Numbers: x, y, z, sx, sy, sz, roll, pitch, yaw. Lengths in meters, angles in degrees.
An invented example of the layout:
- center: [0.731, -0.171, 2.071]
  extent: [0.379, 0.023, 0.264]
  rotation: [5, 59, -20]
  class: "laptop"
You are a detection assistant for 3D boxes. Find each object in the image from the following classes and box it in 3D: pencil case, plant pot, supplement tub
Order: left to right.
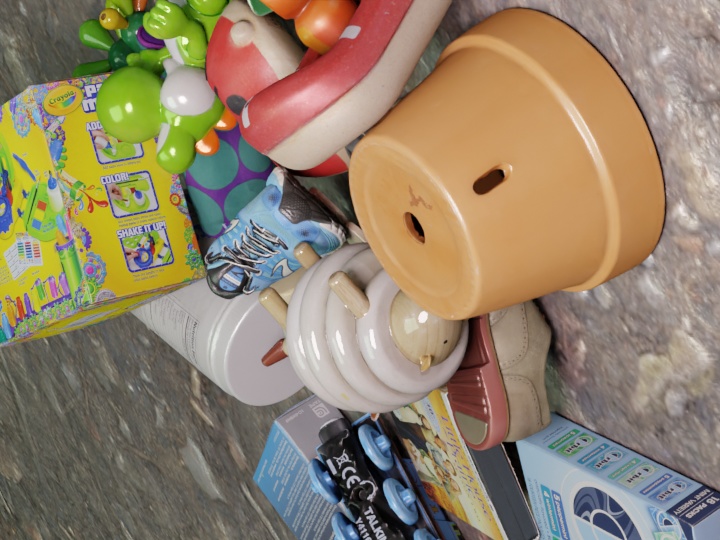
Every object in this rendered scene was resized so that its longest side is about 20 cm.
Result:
- center: [-0.124, -0.125, 1.743]
  extent: [0.093, 0.085, 0.201]
  rotation: [-90, -14, -61]
  class: "pencil case"
- center: [-0.129, 0.021, 1.851]
  extent: [0.200, 0.132, 0.132]
  rotation: [34, 144, 40]
  class: "supplement tub"
- center: [0.086, -0.058, 1.371]
  extent: [0.200, 0.140, 0.200]
  rotation: [43, 150, 32]
  class: "plant pot"

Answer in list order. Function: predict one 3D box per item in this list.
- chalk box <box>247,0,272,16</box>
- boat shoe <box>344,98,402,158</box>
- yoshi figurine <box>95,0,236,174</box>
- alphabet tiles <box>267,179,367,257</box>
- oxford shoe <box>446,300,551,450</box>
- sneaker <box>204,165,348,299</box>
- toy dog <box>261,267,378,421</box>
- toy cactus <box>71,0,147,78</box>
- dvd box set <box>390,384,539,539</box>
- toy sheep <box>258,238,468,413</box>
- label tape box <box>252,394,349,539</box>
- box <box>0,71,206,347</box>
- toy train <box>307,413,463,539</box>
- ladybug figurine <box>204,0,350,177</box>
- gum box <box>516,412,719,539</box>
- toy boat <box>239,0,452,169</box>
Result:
- center: [-0.081, -0.286, 1.455]
  extent: [0.124, 0.125, 0.201]
  rotation: [26, 137, 49]
  class: "chalk box"
- center: [0.041, -0.031, 1.563]
  extent: [0.072, 0.068, 0.201]
  rotation: [23, 141, 51]
  class: "boat shoe"
- center: [-0.155, -0.180, 1.612]
  extent: [0.112, 0.112, 0.201]
  rotation: [7, 84, 36]
  class: "yoshi figurine"
- center: [0.000, 0.000, 1.641]
  extent: [0.200, 0.015, 0.196]
  rotation: [43, 170, 8]
  class: "alphabet tiles"
- center: [0.101, 0.030, 1.522]
  extent: [0.070, 0.075, 0.201]
  rotation: [2, 98, 60]
  class: "oxford shoe"
- center: [-0.074, -0.015, 1.584]
  extent: [0.078, 0.090, 0.200]
  rotation: [45, 161, 0]
  class: "sneaker"
- center: [-0.024, 0.064, 1.668]
  extent: [0.132, 0.096, 0.200]
  rotation: [43, 176, -12]
  class: "toy dog"
- center: [-0.203, -0.182, 1.837]
  extent: [0.165, 0.102, 0.200]
  rotation: [35, 137, 25]
  class: "toy cactus"
- center: [0.074, 0.143, 1.679]
  extent: [0.147, 0.029, 0.200]
  rotation: [66, 166, -14]
  class: "dvd box set"
- center: [0.003, 0.040, 1.487]
  extent: [0.200, 0.138, 0.138]
  rotation: [-8, 110, 56]
  class: "toy sheep"
- center: [-0.012, 0.232, 1.939]
  extent: [0.200, 0.066, 0.143]
  rotation: [50, 153, 15]
  class: "label tape box"
- center: [-0.257, -0.052, 1.783]
  extent: [0.200, 0.122, 0.193]
  rotation: [-20, 85, 54]
  class: "box"
- center: [0.028, 0.221, 1.802]
  extent: [0.200, 0.087, 0.114]
  rotation: [61, -164, 20]
  class: "toy train"
- center: [-0.062, -0.133, 1.560]
  extent: [0.136, 0.072, 0.200]
  rotation: [51, -179, 34]
  class: "ladybug figurine"
- center: [0.211, 0.217, 1.539]
  extent: [0.200, 0.044, 0.170]
  rotation: [24, 136, 50]
  class: "gum box"
- center: [-0.027, -0.170, 1.375]
  extent: [0.131, 0.200, 0.130]
  rotation: [34, 156, -12]
  class: "toy boat"
